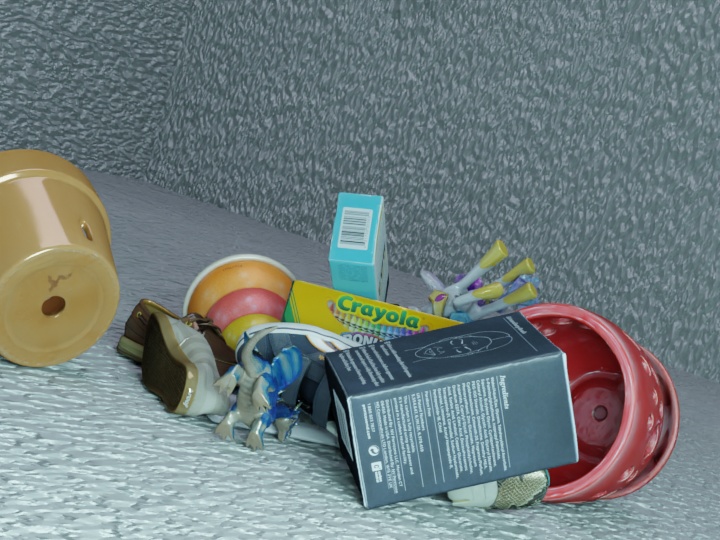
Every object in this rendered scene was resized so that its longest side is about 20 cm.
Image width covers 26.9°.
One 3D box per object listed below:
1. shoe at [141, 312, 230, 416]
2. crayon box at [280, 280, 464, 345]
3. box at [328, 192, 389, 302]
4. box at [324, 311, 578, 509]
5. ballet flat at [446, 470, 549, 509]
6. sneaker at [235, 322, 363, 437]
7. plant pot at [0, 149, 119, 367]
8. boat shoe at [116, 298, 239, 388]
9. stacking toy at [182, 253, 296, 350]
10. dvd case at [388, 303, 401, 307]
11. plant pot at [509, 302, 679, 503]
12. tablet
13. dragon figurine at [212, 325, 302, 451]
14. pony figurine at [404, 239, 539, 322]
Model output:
[{"bbox_3d":[-0.178,0.098,1.507,0.053,0.071,0.200,12,15,-24],"label":"shoe"},{"bbox_3d":[0.009,0.096,1.573,0.198,0.120,0.058,14,-25,4],"label":"crayon box"},{"bbox_3d":[0.000,0.000,1.625,0.048,0.083,0.201,6,-26,6],"label":"box"},{"bbox_3d":[0.079,0.123,1.369,0.197,0.108,0.148,-12,14,-6],"label":"box"},{"bbox_3d":[0.088,0.193,1.441,0.075,0.069,0.199,-16,19,-37],"label":"ballet flat"},{"bbox_3d":[-0.032,0.110,1.479,0.197,0.079,0.080,12,40,4],"label":"sneaker"},{"bbox_3d":[-0.327,0.002,1.486,0.199,0.202,0.140,12,24,-39],"label":"plant pot"},{"bbox_3d":[-0.184,0.080,1.622,0.199,0.068,0.072,16,2,38],"label":"boat shoe"},{"bbox_3d":[-0.123,0.085,1.691,0.145,0.147,0.201,15,24,-18],"label":"stacking toy"},{"bbox_3d":[0.076,0.115,1.962,0.200,0.018,0.142,48,18,22],"label":"dvd case"},{"bbox_3d":[0.226,0.147,1.586,0.199,0.203,0.182,19,-1,31],"label":"plant pot"},{"bbox_3d":[-0.079,0.152,1.552,0.198,0.014,0.130,14,6,-23],"label":"tablet"},{"bbox_3d":[-0.091,0.097,1.397,0.058,0.202,0.100,15,42,13],"label":"dragon figurine"},{"bbox_3d":[0.128,0.046,1.908,0.199,0.168,0.193,-28,-23,20],"label":"pony figurine"}]
